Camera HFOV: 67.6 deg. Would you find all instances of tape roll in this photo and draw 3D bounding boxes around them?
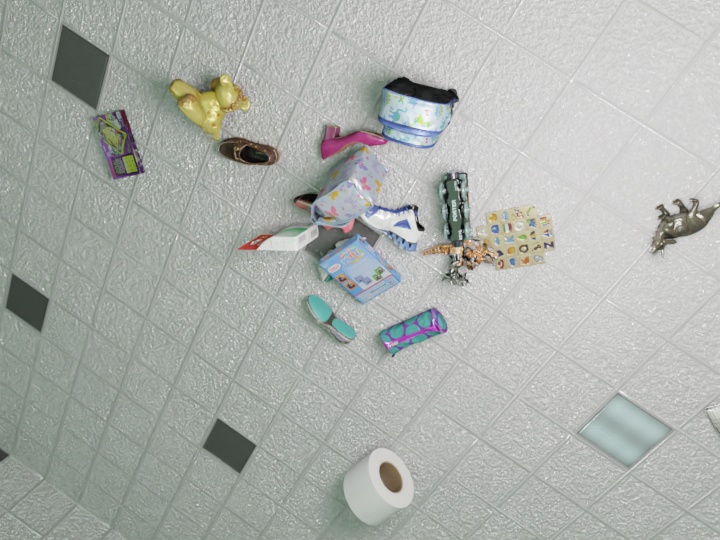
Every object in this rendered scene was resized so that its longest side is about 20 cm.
[{"bbox_3d":[0.060,0.720,1.795,0.203,0.203,0.139,45,117,-3],"label":"tape roll"}]

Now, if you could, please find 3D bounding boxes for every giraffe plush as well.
[{"bbox_3d":[-0.411,-0.480,1.517,0.162,0.173,0.201,-37,85,6],"label":"giraffe plush"}]

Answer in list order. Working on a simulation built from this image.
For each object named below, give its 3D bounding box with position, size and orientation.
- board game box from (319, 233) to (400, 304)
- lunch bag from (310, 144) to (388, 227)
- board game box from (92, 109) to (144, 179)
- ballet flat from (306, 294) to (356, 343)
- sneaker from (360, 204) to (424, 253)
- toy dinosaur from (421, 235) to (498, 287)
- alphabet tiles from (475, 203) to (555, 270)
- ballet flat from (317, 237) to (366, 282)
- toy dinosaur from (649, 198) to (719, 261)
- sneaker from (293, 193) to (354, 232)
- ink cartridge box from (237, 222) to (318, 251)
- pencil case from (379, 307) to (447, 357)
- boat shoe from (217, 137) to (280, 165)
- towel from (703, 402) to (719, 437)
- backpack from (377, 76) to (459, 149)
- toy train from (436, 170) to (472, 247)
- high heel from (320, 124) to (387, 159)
[{"bbox_3d":[0.000,0.000,1.578,0.151,0.037,0.200,-31,123,26],"label":"board game box"},{"bbox_3d":[-0.038,-0.215,1.458,0.199,0.171,0.127,-24,122,38],"label":"lunch bag"},{"bbox_3d":[-0.778,-0.402,1.732,0.119,0.032,0.202,-7,108,17],"label":"board game box"},{"bbox_3d":[-0.104,0.163,1.708,0.200,0.072,0.072,42,118,0],"label":"ballet flat"},{"bbox_3d":[0.102,-0.151,1.509,0.198,0.081,0.116,35,113,-4],"label":"sneaker"},{"bbox_3d":[0.278,-0.032,1.499,0.198,0.102,0.138,14,101,37],"label":"toy dinosaur"},{"bbox_3d":[0.420,-0.087,1.459,0.198,0.006,0.168,-9,108,22],"label":"alphabet tiles"},{"bbox_3d":[-0.064,-0.047,1.614,0.069,0.069,0.200,43,119,-2],"label":"ballet flat"},{"bbox_3d":[0.778,-0.118,1.298,0.199,0.077,0.103,-31,111,21],"label":"toy dinosaur"},{"bbox_3d":[-0.109,-0.163,1.572,0.198,0.074,0.088,17,117,12],"label":"sneaker"},{"bbox_3d":[-0.245,-0.102,1.593,0.197,0.161,0.051,4,110,18],"label":"ink cartridge box"},{"bbox_3d":[0.158,0.184,1.609,0.199,0.092,0.086,-28,100,25],"label":"pencil case"},{"bbox_3d":[-0.337,-0.348,1.579,0.198,0.070,0.071,9,115,17],"label":"boat shoe"},{"bbox_3d":[1.055,0.407,1.422,0.199,0.035,0.193,-32,98,26],"label":"towel"},{"bbox_3d":[0.133,-0.385,1.329,0.181,0.200,0.149,17,116,11],"label":"backpack"},{"bbox_3d":[0.255,-0.166,1.419,0.084,0.114,0.203,-2,107,21],"label":"toy train"},{"bbox_3d":[-0.018,-0.337,1.474,0.198,0.067,0.097,17,106,28],"label":"high heel"}]
